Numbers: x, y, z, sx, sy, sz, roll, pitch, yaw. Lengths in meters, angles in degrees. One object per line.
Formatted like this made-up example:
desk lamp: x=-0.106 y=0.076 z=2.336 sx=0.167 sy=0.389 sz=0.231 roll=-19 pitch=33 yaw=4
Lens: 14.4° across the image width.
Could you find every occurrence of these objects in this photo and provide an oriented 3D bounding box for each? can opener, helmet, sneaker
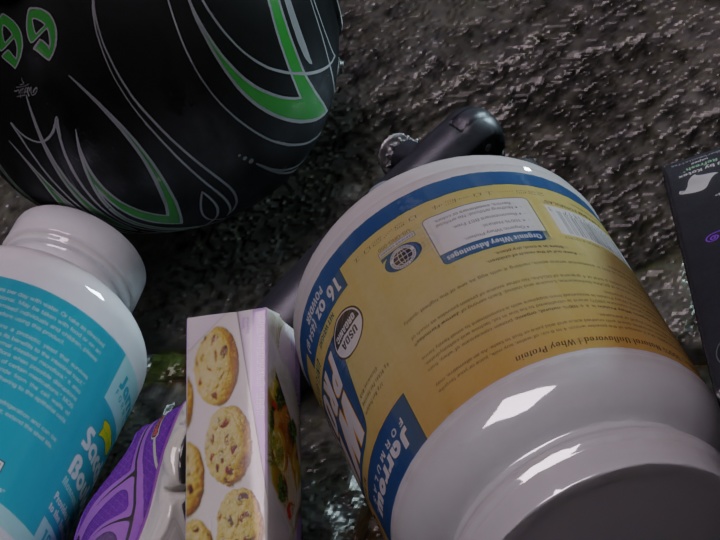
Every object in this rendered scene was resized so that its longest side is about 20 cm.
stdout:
can opener: x=0.000 y=0.000 z=1.321 sx=0.200 sy=0.063 sz=0.079 roll=-40 pitch=44 yaw=-14
helmet: x=-0.104 y=-0.110 z=1.380 sx=0.199 sy=0.191 sz=0.200 roll=-15 pitch=19 yaw=5
sneaker: x=-0.096 y=0.145 z=1.235 sx=0.083 sy=0.081 sz=0.200 roll=-21 pitch=36 yaw=43

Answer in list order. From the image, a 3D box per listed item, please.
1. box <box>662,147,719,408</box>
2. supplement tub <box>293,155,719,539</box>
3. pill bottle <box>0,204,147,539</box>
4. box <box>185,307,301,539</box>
box: x=0.192 y=0.033 z=1.113 sx=0.106 sy=0.123 sz=0.200 roll=-19 pitch=25 yaw=9
supplement tub: x=0.066 y=0.062 z=1.166 sx=0.144 sy=0.145 sz=0.200 roll=-27 pitch=41 yaw=-1
pill bottle: x=-0.167 y=0.066 z=1.304 sx=0.110 sy=0.111 sz=0.200 roll=3 pitch=50 yaw=29
box: x=-0.049 y=0.115 z=1.195 sx=0.041 sy=0.039 sz=0.201 roll=-8 pitch=68 yaw=20
